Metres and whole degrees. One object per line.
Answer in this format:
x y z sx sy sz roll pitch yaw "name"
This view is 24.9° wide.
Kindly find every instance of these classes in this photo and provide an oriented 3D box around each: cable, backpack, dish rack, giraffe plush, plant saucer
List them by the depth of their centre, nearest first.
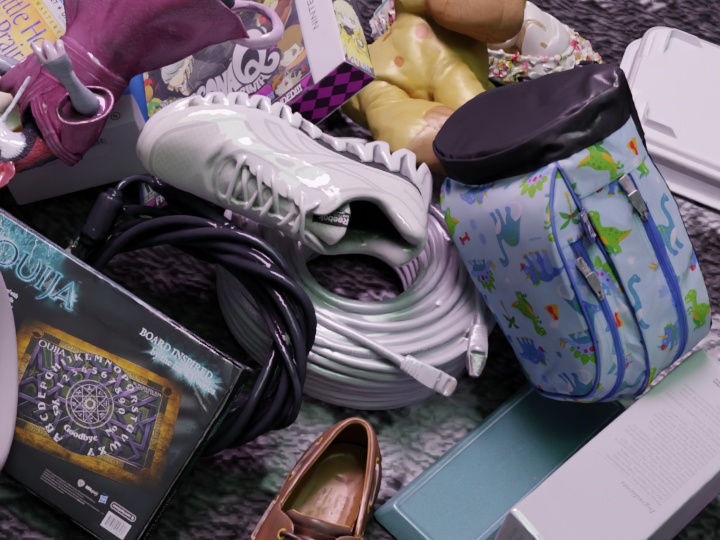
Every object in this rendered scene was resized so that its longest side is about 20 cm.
-0.121 0.039 1.030 0.200 0.051 0.163 38 81 19 "cable"
0.140 -0.014 1.048 0.154 0.163 0.200 -50 114 -23 "backpack"
0.100 0.126 1.081 0.070 0.019 0.200 42 52 18 "plant saucer"
0.000 0.000 1.121 0.199 0.069 0.200 19 49 1 "cable"
0.065 -0.166 1.179 0.200 0.163 0.172 29 15 30 "giraffe plush"
0.302 -0.121 1.319 0.199 0.044 0.172 21 51 3 "dish rack"

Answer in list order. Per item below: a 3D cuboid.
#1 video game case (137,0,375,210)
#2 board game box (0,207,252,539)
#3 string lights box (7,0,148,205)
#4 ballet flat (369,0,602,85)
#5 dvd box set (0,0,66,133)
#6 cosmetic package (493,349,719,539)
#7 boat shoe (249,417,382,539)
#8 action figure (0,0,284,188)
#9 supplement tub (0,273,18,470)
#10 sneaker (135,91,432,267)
-0.085 -0.148 1.142 0.036 0.200 0.182 28 38 -41 "video game case"
-0.184 0.064 0.998 0.200 0.028 0.135 32 86 10 "board game box"
-0.211 -0.152 1.168 0.102 0.059 0.200 -13 54 2 "string lights box"
0.107 -0.188 1.304 0.199 0.064 0.076 7 50 -11 "ballet flat"
-0.280 -0.119 1.105 0.200 0.029 0.146 -32 57 -9 "dvd box set"
0.166 0.146 1.031 0.200 0.102 0.074 -32 66 -35 "cosmetic package"
-0.037 0.170 0.974 0.072 0.068 0.200 22 50 3 "boat shoe"
-0.173 -0.130 1.040 0.149 0.200 0.134 31 4 -44 "action figure"
-0.307 0.057 0.920 0.199 0.145 0.145 -3 51 3 "supplement tub"
-0.045 -0.055 1.038 0.199 0.075 0.081 14 37 -14 "sneaker"
